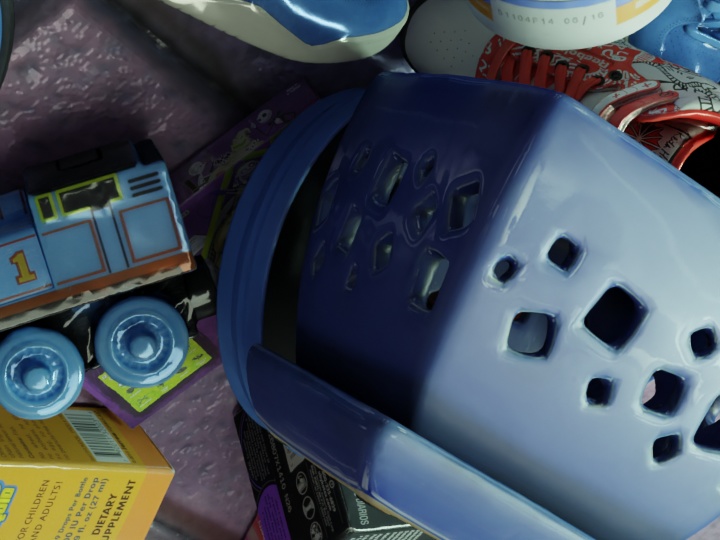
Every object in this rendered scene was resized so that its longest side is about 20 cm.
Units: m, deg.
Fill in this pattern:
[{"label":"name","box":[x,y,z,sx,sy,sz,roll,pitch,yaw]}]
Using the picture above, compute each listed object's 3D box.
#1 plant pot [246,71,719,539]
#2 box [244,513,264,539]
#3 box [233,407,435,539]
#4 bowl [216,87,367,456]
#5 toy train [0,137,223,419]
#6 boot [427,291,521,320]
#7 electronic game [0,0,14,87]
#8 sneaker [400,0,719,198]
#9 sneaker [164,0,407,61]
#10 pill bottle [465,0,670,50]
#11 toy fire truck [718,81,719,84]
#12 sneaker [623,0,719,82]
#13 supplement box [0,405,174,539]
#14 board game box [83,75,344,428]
[{"label":"plant pot","box":[0.073,0.038,0.763,0.200,0.200,0.180,32,85,-23]},{"label":"box","box":[0.005,0.230,1.069,0.094,0.200,0.103,6,126,-35]},{"label":"box","box":[0.043,0.111,1.019,0.199,0.123,0.106,-2,152,-31]},{"label":"bowl","box":[0.000,0.000,0.890,0.200,0.039,0.202,-26,124,-46]},{"label":"toy train","box":[-0.168,0.011,0.828,0.199,0.087,0.115,-17,105,-7]},{"label":"boot","box":[0.077,0.017,0.909,0.107,0.075,0.201,44,68,-45]},{"label":"electronic game","box":[-0.245,-0.097,0.722,0.199,0.042,0.201,-17,137,-16]},{"label":"sneaker","box":[0.110,-0.085,0.833,0.201,0.108,0.067,23,106,3]},{"label":"sneaker","box":[-0.039,-0.165,0.739,0.199,0.077,0.111,16,133,-33]},{"label":"pill bottle","box":[0.087,-0.208,0.764,0.112,0.112,0.200,-24,139,-9]},{"label":"toy fire truck","box":[0.295,-0.097,0.901,0.128,0.200,0.177,11,86,-38]},{"label":"sneaker","box":[0.203,-0.154,0.857,0.076,0.111,0.201,14,109,-33]},{"label":"supplement box","box":[-0.203,0.112,0.914,0.199,0.069,0.067,9,115,-41]},{"label":"board game box","box":[-0.080,-0.005,0.922,0.200,0.032,0.120,-36,143,3]}]
